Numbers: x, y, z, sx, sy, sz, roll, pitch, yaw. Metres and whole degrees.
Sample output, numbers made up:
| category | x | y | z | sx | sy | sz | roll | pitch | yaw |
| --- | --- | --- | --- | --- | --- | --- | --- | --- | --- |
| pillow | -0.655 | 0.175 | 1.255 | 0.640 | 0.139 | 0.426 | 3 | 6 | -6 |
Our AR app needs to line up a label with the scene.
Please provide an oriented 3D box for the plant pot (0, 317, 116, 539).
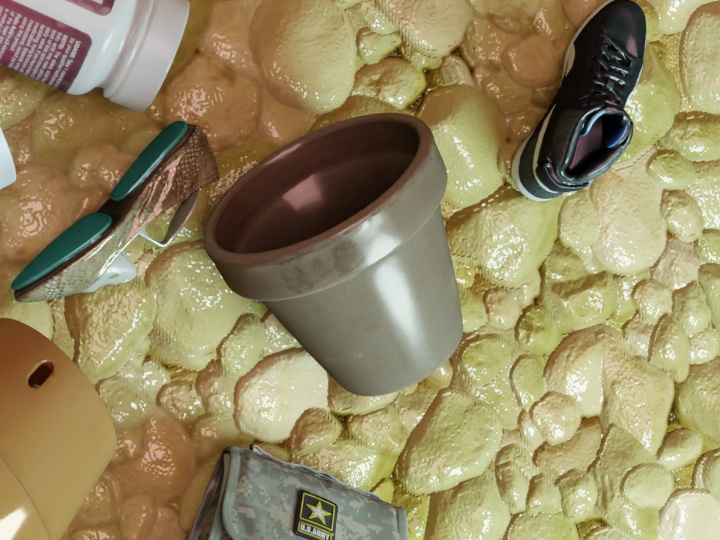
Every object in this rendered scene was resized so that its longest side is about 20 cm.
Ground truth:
| category | x | y | z | sx | sy | sz | roll | pitch | yaw |
| --- | --- | --- | --- | --- | --- | --- | --- | --- | --- |
| plant pot | -0.275 | 0.129 | 1.238 | 0.140 | 0.200 | 0.200 | -44 | 102 | -31 |

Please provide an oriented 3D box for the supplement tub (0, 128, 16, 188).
| category | x | y | z | sx | sy | sz | roll | pitch | yaw |
| --- | --- | --- | --- | --- | --- | --- | --- | --- | --- |
| supplement tub | -0.368 | -0.077 | 1.225 | 0.199 | 0.145 | 0.146 | -28 | 97 | -17 |

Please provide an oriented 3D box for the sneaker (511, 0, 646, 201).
| category | x | y | z | sx | sy | sz | roll | pitch | yaw |
| --- | --- | --- | --- | --- | --- | --- | --- | --- | --- |
| sneaker | 0.211 | -0.149 | 1.440 | 0.073 | 0.112 | 0.201 | 31 | 79 | -16 |

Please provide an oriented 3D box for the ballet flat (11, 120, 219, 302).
| category | x | y | z | sx | sy | sz | roll | pitch | yaw |
| --- | --- | --- | --- | --- | --- | --- | --- | --- | --- |
| ballet flat | -0.185 | -0.031 | 1.330 | 0.200 | 0.070 | 0.065 | -45 | 116 | -11 |

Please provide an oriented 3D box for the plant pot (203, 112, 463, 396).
| category | x | y | z | sx | sy | sz | roll | pitch | yaw |
| --- | --- | --- | --- | --- | --- | --- | --- | --- | --- |
| plant pot | 0.000 | 0.000 | 1.338 | 0.200 | 0.200 | 0.175 | -36 | 116 | -16 |

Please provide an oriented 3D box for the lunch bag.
| category | x | y | z | sx | sy | sz | roll | pitch | yaw |
| --- | --- | --- | --- | --- | --- | --- | --- | --- | --- |
| lunch bag | -0.061 | 0.251 | 1.338 | 0.163 | 0.118 | 0.201 | 21 | 75 | -15 |

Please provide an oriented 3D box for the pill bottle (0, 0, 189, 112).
| category | x | y | z | sx | sy | sz | roll | pitch | yaw |
| --- | --- | --- | --- | --- | --- | --- | --- | --- | --- |
| pill bottle | -0.239 | -0.204 | 1.288 | 0.199 | 0.114 | 0.115 | 23 | 81 | -17 |
